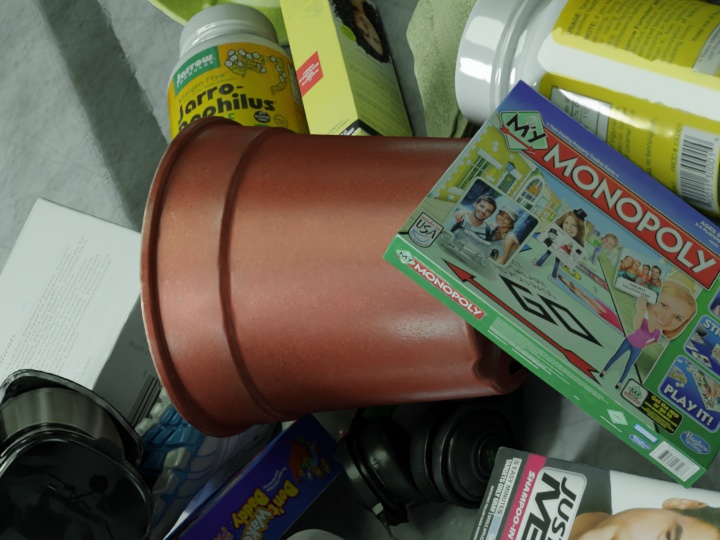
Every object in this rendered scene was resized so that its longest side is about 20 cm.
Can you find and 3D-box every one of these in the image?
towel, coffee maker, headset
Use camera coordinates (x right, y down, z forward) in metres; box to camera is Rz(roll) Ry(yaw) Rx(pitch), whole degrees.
[{"bbox_3d":[0.073,-0.177,1.126,0.201,0.036,0.149,-94,21,-54],"label":"towel"},{"bbox_3d":[-0.198,0.171,0.963,0.200,0.133,0.194,-150,70,-78],"label":"coffee maker"},{"bbox_3d":[0.047,0.130,1.020,0.123,0.094,0.201,-18,38,35],"label":"headset"}]

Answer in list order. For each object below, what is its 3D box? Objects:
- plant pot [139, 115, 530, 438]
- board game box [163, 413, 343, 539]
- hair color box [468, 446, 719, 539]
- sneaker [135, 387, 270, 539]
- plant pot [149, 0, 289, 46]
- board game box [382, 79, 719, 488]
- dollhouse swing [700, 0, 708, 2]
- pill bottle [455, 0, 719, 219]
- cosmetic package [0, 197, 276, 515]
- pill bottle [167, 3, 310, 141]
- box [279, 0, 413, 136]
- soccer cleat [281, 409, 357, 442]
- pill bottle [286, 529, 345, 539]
[{"bbox_3d":[0.000,0.000,0.981,0.193,0.201,0.203,-2,63,24],"label":"plant pot"},{"bbox_3d":[-0.105,0.187,1.042,0.134,0.045,0.200,-43,0,43],"label":"board game box"},{"bbox_3d":[0.147,0.165,0.876,0.199,0.060,0.100,6,71,49],"label":"hair color box"},{"bbox_3d":[-0.105,0.117,1.102,0.075,0.086,0.201,18,77,50],"label":"sneaker"},{"bbox_3d":[-0.088,-0.324,1.368,0.199,0.200,0.186,-11,47,44],"label":"plant pot"},{"bbox_3d":[0.128,0.003,0.869,0.135,0.199,0.029,-51,-5,-31],"label":"board game box"},{"bbox_3d":[0.140,-0.246,1.069,0.174,0.182,0.202,0,66,27],"label":"dollhouse swing"},{"bbox_3d":[0.162,-0.105,0.937,0.199,0.114,0.115,21,82,29],"label":"pill bottle"},{"bbox_3d":[-0.173,0.065,1.213,0.199,0.164,0.166,19,80,50],"label":"cosmetic package"},{"bbox_3d":[-0.095,-0.114,1.282,0.112,0.112,0.201,-36,44,28],"label":"pill bottle"},{"bbox_3d":[-0.010,-0.145,1.238,0.050,0.075,0.201,-38,44,26],"label":"box"},{"bbox_3d":[-0.013,0.042,1.139,0.078,0.069,0.202,143,138,-76],"label":"soccer cleat"},{"bbox_3d":[-0.070,0.264,1.013,0.200,0.114,0.115,-42,41,21],"label":"pill bottle"}]
